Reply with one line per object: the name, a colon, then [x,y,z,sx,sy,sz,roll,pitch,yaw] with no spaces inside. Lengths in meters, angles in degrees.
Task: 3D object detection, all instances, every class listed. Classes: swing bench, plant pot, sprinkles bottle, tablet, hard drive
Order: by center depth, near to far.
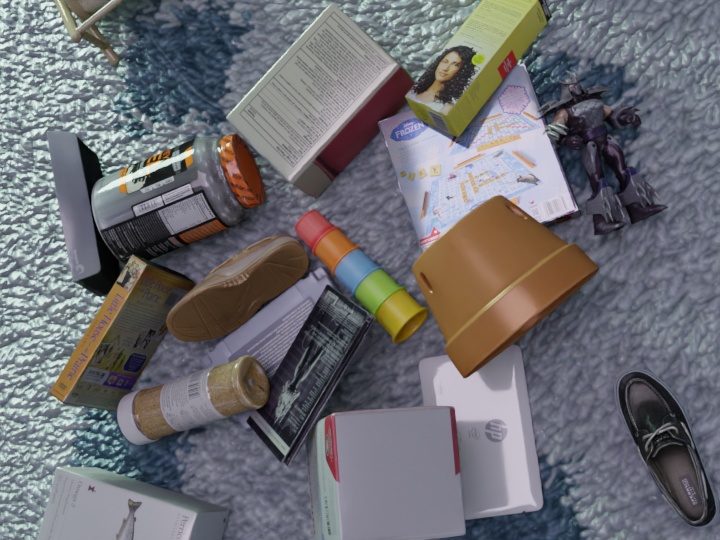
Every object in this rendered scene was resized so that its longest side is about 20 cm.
plant pot: [0.153,0.009,1.609,0.200,0.200,0.140,-41,81,7]
tablet: [0.145,0.197,1.690,0.130,0.014,0.201,-10,80,14]
sprinkles bottle: [-0.209,0.163,1.739,0.199,0.068,0.069,-19,76,30]
hard drive: [-0.357,-0.074,1.812,0.042,0.135,0.201,-13,78,3]
swing bench: [-0.323,-0.419,1.855,0.199,0.130,0.200,-36,74,9]

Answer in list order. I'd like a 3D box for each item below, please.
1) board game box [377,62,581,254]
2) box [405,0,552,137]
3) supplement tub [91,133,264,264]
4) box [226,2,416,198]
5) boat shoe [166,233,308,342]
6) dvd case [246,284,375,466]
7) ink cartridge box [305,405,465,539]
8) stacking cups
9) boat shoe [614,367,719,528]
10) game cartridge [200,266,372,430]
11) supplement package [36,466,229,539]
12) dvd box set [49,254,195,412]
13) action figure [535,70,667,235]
board game box: [0.145,-0.126,1.723,0.199,0.041,0.200,-20,77,12]
box: [0.146,-0.261,1.704,0.075,0.050,0.200,28,74,36]
supplement tub: [-0.231,-0.094,1.783,0.199,0.123,0.123,-21,77,11]
box: [-0.046,-0.210,1.754,0.200,0.109,0.128,-46,73,5]
boat shoe: [-0.157,0.020,1.774,0.200,0.069,0.074,-30,115,2]
dvd case: [-0.061,0.122,1.669,0.016,0.149,0.200,31,91,-25]
ink cartridge box: [0.023,0.239,1.603,0.144,0.200,0.146,-3,80,-12]
stacking cups: [0.000,0.000,1.741,0.061,0.060,0.200,-44,70,6]
boat shoe: [0.353,0.199,1.599,0.072,0.071,0.200,-31,74,9]
game cartridge: [-0.090,0.106,1.759,0.200,0.042,0.133,-37,78,8]
supplement package: [-0.283,0.326,1.737,0.199,0.117,0.117,14,85,17]
dvd box set: [-0.298,0.083,1.763,0.029,0.146,0.200,32,92,20]
action figure: [0.286,-0.148,1.662,0.130,0.069,0.201,-21,86,-20]
